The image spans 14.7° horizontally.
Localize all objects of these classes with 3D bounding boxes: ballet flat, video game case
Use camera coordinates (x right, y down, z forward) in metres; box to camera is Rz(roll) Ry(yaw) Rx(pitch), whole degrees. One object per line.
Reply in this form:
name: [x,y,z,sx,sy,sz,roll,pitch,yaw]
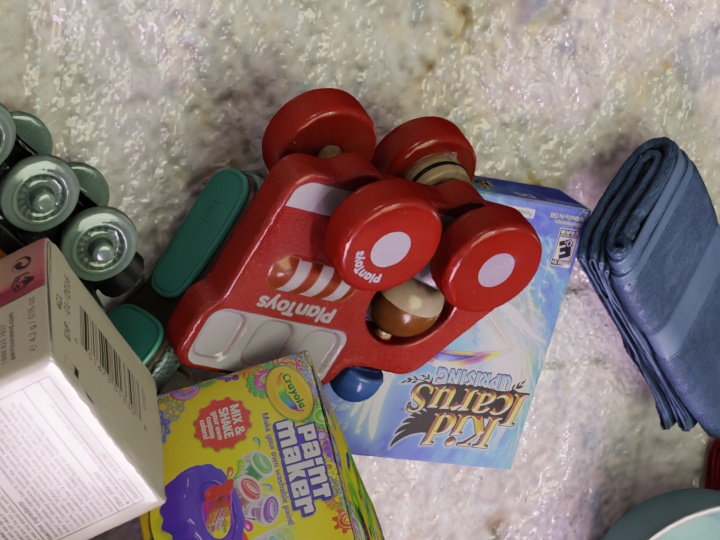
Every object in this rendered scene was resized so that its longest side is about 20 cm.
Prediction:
ballet flat: [-0.109,0.034,1.644,0.200,0.074,0.074,-50,127,-2]
video game case: [0.034,0.028,1.743,0.199,0.045,0.182,8,106,-34]

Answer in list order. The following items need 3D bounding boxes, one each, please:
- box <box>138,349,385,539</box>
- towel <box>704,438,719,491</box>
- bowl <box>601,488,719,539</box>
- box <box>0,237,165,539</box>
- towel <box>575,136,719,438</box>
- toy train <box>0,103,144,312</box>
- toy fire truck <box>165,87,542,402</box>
box: [-0.044,0.190,1.617,0.121,0.201,0.193,-17,145,2]
towel: [0.324,0.170,1.999,0.199,0.022,0.146,-7,114,-30]
bowl: [0.230,0.229,1.898,0.199,0.105,0.202,-5,113,-13]
box: [-0.223,0.094,1.526,0.199,0.109,0.128,-25,127,11]
towel: [0.207,0.012,1.825,0.112,0.048,0.200,-57,136,-25]
toy train: [-0.210,-0.032,1.548,0.114,0.085,0.200,-44,127,4]
toy fire truck: [0.000,0.000,1.621,0.199,0.112,0.168,13,121,-41]
